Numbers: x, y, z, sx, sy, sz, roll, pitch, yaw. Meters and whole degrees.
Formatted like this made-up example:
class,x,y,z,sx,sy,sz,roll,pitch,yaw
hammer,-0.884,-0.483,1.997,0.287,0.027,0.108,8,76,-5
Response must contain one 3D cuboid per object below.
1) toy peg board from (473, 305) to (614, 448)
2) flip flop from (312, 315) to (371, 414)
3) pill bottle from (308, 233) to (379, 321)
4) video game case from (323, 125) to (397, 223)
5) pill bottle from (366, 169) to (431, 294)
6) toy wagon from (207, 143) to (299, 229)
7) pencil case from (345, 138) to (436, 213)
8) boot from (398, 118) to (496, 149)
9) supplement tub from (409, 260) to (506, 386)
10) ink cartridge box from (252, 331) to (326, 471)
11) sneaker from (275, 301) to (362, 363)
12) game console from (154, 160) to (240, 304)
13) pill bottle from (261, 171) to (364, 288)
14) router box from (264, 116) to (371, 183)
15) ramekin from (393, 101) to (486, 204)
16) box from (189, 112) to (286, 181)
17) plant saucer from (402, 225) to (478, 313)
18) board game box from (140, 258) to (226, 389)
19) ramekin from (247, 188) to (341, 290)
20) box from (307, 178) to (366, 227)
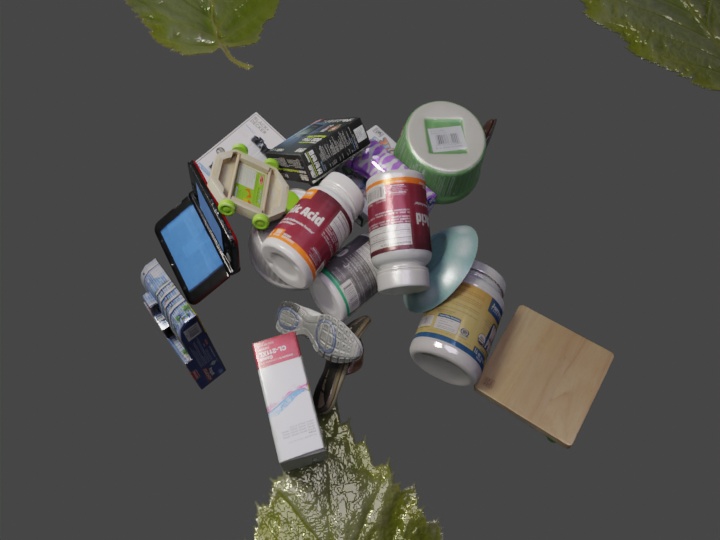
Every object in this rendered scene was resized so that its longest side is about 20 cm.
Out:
class,x,y,z,sx,sy,sz,roll,pitch,yaw
toy peg board,0.346,0.212,1.117,0.195,0.099,0.202,28,65,24
flip flop,-0.027,0.178,1.095,0.057,0.080,0.205,33,62,-22
pill bottle,0.000,0.000,1.144,0.198,0.114,0.113,-37,74,-27
video game case,0.032,-0.208,1.249,0.182,0.024,0.199,43,59,13
pill bottle,0.071,-0.066,1.054,0.110,0.114,0.208,-3,80,-7
toy wagon,-0.190,-0.150,1.105,0.195,0.040,0.159,23,50,-24
pencil case,0.065,-0.176,1.178,0.085,0.085,0.200,-40,73,-20
boot,0.199,-0.323,1.342,0.196,0.065,0.188,30,65,13
supplement tub,0.190,0.098,1.108,0.141,0.146,0.204,25,66,6
ink cartridge box,-0.124,0.233,1.016,0.080,0.147,0.206,-14,68,-10
sneaker,-0.067,0.110,1.075,0.196,0.086,0.077,26,96,34
game console,-0.322,-0.071,1.116,0.116,0.174,0.203,-26,71,-20
pill bottle,-0.082,-0.078,1.066,0.112,0.115,0.202,32,63,9
router box,-0.090,-0.243,1.165,0.148,0.198,0.063,-37,116,-19
ramekin,0.170,-0.254,1.221,0.192,0.098,0.207,2,66,-5
box,-0.256,-0.233,1.251,0.116,0.061,0.200,42,69,12
plant saucer,0.141,-0.015,1.126,0.038,0.199,0.205,37,65,-23
board game box,-0.341,0.085,1.056,0.061,0.203,0.199,-35,59,-20
ramekin,-0.132,-0.071,1.175,0.194,0.095,0.209,2,66,-5
box,-0.037,-0.199,1.273,0.198,0.035,0.110,38,68,11
